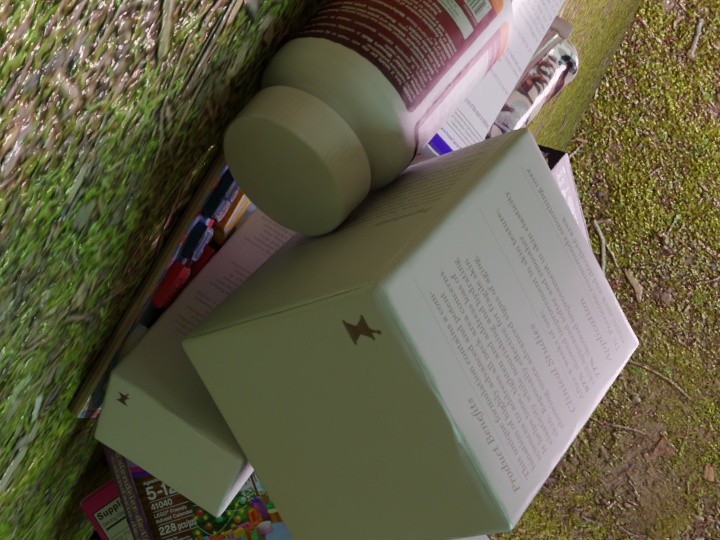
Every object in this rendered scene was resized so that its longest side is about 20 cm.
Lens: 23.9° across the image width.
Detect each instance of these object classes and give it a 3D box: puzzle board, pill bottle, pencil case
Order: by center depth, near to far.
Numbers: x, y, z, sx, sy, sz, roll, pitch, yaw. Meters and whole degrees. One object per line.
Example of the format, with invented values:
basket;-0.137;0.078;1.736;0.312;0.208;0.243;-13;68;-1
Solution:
pill bottle;0.006;-0.121;1.077;0.200;0.109;0.110;-50;168;-33
puzzle board;-0.118;0.011;1.137;0.201;0.017;0.151;-59;172;0
pencil case;0.093;-0.120;1.337;0.200;0.078;0.089;-50;-167;-23

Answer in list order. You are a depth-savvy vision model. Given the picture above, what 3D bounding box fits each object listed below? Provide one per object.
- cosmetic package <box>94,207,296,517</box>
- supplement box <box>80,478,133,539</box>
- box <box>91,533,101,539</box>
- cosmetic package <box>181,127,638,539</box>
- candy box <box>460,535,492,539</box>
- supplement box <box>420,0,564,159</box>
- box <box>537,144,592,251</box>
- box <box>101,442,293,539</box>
cosmetic package;-0.077;0.053;1.122;0.200;0.101;0.072;-51;170;-44
supplement box;-0.096;0.215;1.226;0.103;0.201;0.101;-33;176;12
box;-0.158;0.297;1.406;0.051;0.157;0.201;-51;168;-39
cosmetic package;0.035;0.045;1.039;0.165;0.168;0.200;-16;-161;40
candy box;0.001;0.223;1.310;0.071;0.168;0.200;-37;178;-42
supplement box;0.072;-0.187;1.225;0.201;0.101;0.103;-59;159;0
box;0.124;0.024;1.346;0.160;0.044;0.201;-49;139;-26
box;-0.065;0.141;1.154;0.198;0.138;0.039;-14;165;-30
